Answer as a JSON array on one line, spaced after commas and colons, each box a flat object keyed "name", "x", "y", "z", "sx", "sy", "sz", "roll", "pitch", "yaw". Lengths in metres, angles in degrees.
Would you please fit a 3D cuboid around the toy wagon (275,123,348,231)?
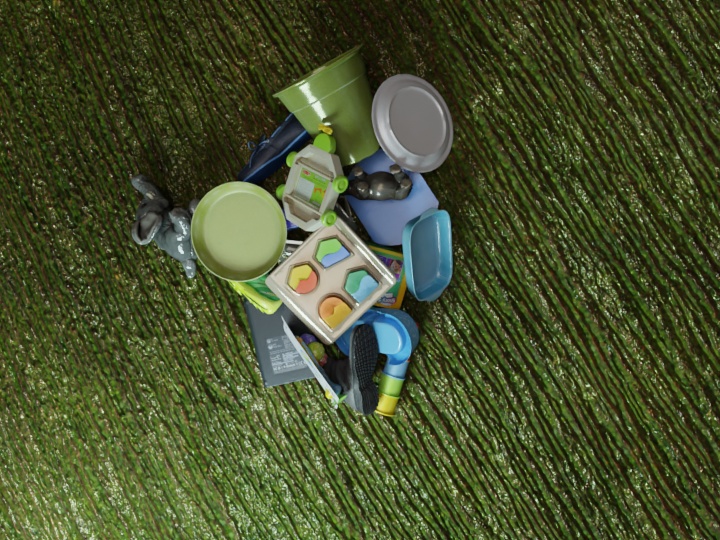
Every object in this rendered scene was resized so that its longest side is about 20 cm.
[{"name": "toy wagon", "x": -0.085, "y": -0.179, "z": 1.263, "sx": 0.155, "sy": 0.040, "sz": 0.200, "roll": 32, "pitch": 108, "yaw": 38}]

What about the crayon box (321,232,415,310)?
[{"name": "crayon box", "x": 0.000, "y": 0.000, "z": 1.349, "sx": 0.200, "sy": 0.058, "sz": 0.119, "roll": 15, "pitch": 99, "yaw": -12}]

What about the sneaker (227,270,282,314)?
[{"name": "sneaker", "x": -0.232, "y": 0.012, "z": 1.407, "sx": 0.084, "sy": 0.074, "sz": 0.200, "roll": -41, "pitch": 66, "yaw": -21}]

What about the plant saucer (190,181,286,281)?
[{"name": "plant saucer", "x": -0.242, "y": -0.078, "z": 1.331, "sx": 0.200, "sy": 0.031, "sz": 0.200, "roll": 1, "pitch": 94, "yaw": 8}]

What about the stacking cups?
[{"name": "stacking cups", "x": 0.079, "y": 0.203, "z": 1.384, "sx": 0.060, "sy": 0.061, "sz": 0.200, "roll": 21, "pitch": 93, "yaw": 7}]

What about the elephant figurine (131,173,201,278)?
[{"name": "elephant figurine", "x": -0.424, "y": -0.101, "z": 1.418, "sx": 0.200, "sy": 0.155, "sz": 0.142, "roll": 11, "pitch": 138, "yaw": 18}]

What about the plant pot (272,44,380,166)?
[{"name": "plant pot", "x": -0.040, "y": -0.313, "z": 1.309, "sx": 0.200, "sy": 0.200, "sz": 0.190, "roll": -27, "pitch": 108, "yaw": 9}]

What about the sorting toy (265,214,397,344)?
[{"name": "sorting toy", "x": -0.058, "y": 0.021, "z": 1.290, "sx": 0.200, "sy": 0.036, "sz": 0.185, "roll": -43, "pitch": 97, "yaw": 6}]

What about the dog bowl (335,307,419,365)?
[{"name": "dog bowl", "x": 0.033, "y": 0.127, "z": 1.345, "sx": 0.200, "sy": 0.050, "sz": 0.112, "roll": 3, "pitch": 110, "yaw": 39}]

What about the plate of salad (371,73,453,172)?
[{"name": "plate of salad", "x": 0.102, "y": -0.292, "z": 1.318, "sx": 0.200, "sy": 0.048, "sz": 0.200, "roll": 4, "pitch": 82, "yaw": -32}]

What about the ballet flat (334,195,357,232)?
[{"name": "ballet flat", "x": -0.069, "y": -0.157, "z": 1.389, "sx": 0.064, "sy": 0.067, "sz": 0.200, "roll": -28, "pitch": 90, "yaw": -18}]

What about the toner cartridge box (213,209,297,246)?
[{"name": "toner cartridge box", "x": -0.197, "y": -0.094, "z": 1.387, "sx": 0.200, "sy": 0.095, "sz": 0.043, "roll": -13, "pitch": 91, "yaw": 10}]

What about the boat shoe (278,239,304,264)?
[{"name": "boat shoe", "x": -0.143, "y": -0.035, "z": 1.393, "sx": 0.201, "sy": 0.072, "sz": 0.060, "roll": 2, "pitch": 89, "yaw": 5}]

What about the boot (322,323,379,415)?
[{"name": "boot", "x": -0.032, "y": 0.194, "z": 1.352, "sx": 0.132, "sy": 0.070, "sz": 0.200, "roll": 15, "pitch": 111, "yaw": 43}]

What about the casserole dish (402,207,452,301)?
[{"name": "casserole dish", "x": 0.131, "y": -0.034, "z": 1.322, "sx": 0.039, "sy": 0.121, "sz": 0.200, "roll": 21, "pitch": 128, "yaw": 43}]

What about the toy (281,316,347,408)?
[{"name": "toy", "x": -0.088, "y": 0.179, "z": 1.333, "sx": 0.047, "sy": 0.115, "sz": 0.200, "roll": -29, "pitch": 74, "yaw": -14}]

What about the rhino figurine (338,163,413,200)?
[{"name": "rhino figurine", "x": 0.010, "y": -0.170, "z": 1.320, "sx": 0.200, "sy": 0.087, "sz": 0.060, "roll": 0, "pitch": 78, "yaw": 12}]

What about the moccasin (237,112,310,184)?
[{"name": "moccasin", "x": -0.185, "y": -0.259, "z": 1.393, "sx": 0.200, "sy": 0.080, "sz": 0.068, "roll": -41, "pitch": 83, "yaw": -6}]

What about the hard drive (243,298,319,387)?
[{"name": "hard drive", "x": -0.164, "y": 0.141, "z": 1.426, "sx": 0.139, "sy": 0.033, "sz": 0.200, "roll": -13, "pitch": 91, "yaw": 9}]

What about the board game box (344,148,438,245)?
[{"name": "board game box", "x": 0.065, "y": -0.152, "z": 1.375, "sx": 0.158, "sy": 0.039, "sz": 0.200, "roll": -34, "pitch": 86, "yaw": 15}]
